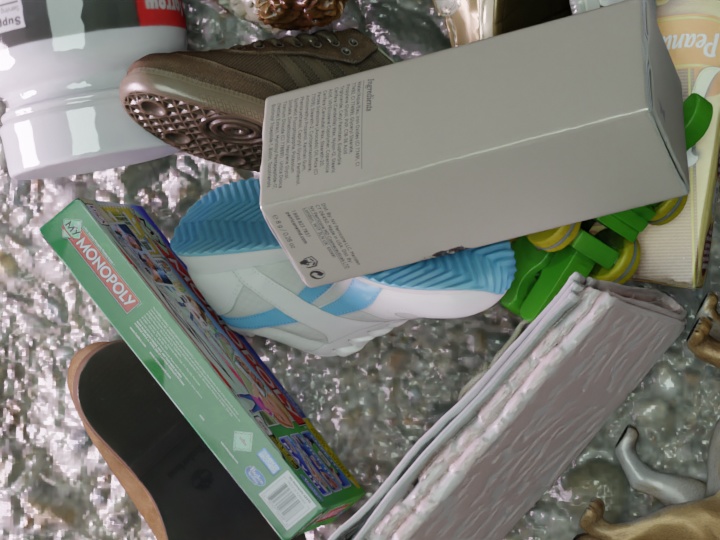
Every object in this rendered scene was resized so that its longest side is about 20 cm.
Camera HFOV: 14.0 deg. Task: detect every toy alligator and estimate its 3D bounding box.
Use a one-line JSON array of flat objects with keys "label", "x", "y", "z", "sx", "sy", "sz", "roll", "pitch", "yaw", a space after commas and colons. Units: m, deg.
[{"label": "toy alligator", "x": 0.102, "y": -0.015, "z": 1.474, "sx": 0.200, "sy": 0.059, "sz": 0.054, "roll": -53, "pitch": 40, "yaw": 9}]

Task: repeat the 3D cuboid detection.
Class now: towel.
[{"label": "towel", "x": 0.075, "y": 0.084, "z": 1.460, "sx": 0.032, "sy": 0.191, "sz": 0.200, "roll": 44, "pitch": 98, "yaw": 17}]

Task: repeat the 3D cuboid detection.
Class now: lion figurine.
[{"label": "lion figurine", "x": 0.203, "y": 0.093, "z": 1.509, "sx": 0.122, "sy": 0.072, "sz": 0.200, "roll": 31, "pitch": 109, "yaw": 1}]

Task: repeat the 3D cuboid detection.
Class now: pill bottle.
[{"label": "pill bottle", "x": -0.153, "y": -0.155, "z": 1.542, "sx": 0.114, "sy": 0.114, "sz": 0.201, "roll": -10, "pitch": 88, "yaw": 10}]

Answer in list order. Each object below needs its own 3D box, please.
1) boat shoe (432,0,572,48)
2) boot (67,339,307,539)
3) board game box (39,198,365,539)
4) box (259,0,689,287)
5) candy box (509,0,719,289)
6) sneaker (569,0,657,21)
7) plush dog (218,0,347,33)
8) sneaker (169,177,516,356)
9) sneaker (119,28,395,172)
[{"label": "boat shoe", "x": 0.060, "y": -0.167, "z": 1.467, "sx": 0.066, "sy": 0.074, "sz": 0.201, "roll": 10, "pitch": 111, "yaw": 36}, {"label": "boot", "x": -0.090, "y": 0.120, "z": 1.560, "sx": 0.074, "sy": 0.075, "sz": 0.200, "roll": -35, "pitch": 102, "yaw": -16}, {"label": "board game box", "x": -0.079, "y": 0.049, "z": 1.517, "sx": 0.029, "sy": 0.135, "sz": 0.200, "roll": -40, "pitch": 84, "yaw": 8}, {"label": "box", "x": 0.054, "y": -0.061, "z": 1.417, "sx": 0.199, "sy": 0.068, "sz": 0.082, "roll": -13, "pitch": 47, "yaw": 17}, {"label": "candy box", "x": 0.136, "y": -0.097, "z": 1.520, "sx": 0.115, "sy": 0.055, "sz": 0.201, "roll": 9, "pitch": 91, "yaw": 11}, {"label": "sneaker", "x": 0.144, "y": -0.191, "z": 1.455, "sx": 0.087, "sy": 0.076, "sz": 0.201, "roll": -3, "pitch": 87, "yaw": 9}, {"label": "plush dog", "x": -0.027, "y": -0.207, "z": 1.509, "sx": 0.160, "sy": 0.200, "sz": 0.172, "roll": 15, "pitch": 102, "yaw": -20}, {"label": "sneaker", "x": 0.000, "y": 0.000, "z": 1.502, "sx": 0.200, "sy": 0.081, "sz": 0.077, "roll": 5, "pitch": 48, "yaw": 39}, {"label": "sneaker", "x": -0.031, "y": -0.092, "z": 1.516, "sx": 0.199, "sy": 0.070, "sz": 0.076, "roll": 15, "pitch": 69, "yaw": -26}]
